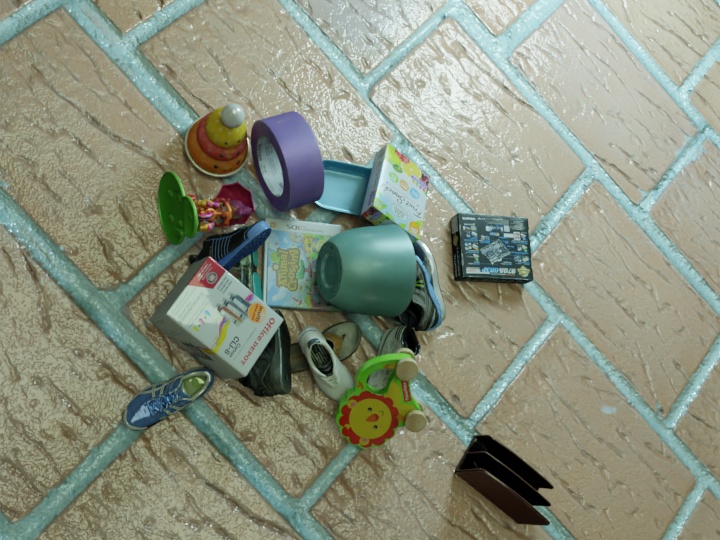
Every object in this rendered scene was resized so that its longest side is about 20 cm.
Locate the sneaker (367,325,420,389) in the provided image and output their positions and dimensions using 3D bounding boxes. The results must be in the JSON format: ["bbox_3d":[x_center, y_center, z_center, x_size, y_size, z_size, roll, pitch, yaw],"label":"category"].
[{"bbox_3d":[0.069,0.210,1.727,0.075,0.115,0.203,21,70,-14],"label":"sneaker"}]

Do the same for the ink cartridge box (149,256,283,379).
[{"bbox_3d":[-0.283,0.098,1.565,0.200,0.144,0.146,41,65,-17],"label":"ink cartridge box"}]

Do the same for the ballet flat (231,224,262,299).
[{"bbox_3d":[-0.248,0.004,1.697,0.073,0.074,0.203,1,74,-20],"label":"ballet flat"}]

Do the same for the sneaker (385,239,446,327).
[{"bbox_3d":[0.104,0.032,1.808,0.145,0.077,0.205,-12,82,-25],"label":"sneaker"}]

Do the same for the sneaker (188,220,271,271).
[{"bbox_3d":[-0.275,-0.052,1.645,0.199,0.070,0.078,-37,77,16],"label":"sneaker"}]

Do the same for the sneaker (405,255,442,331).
[{"bbox_3d":[0.110,0.040,1.730,0.082,0.071,0.202,-20,79,-24],"label":"sneaker"}]

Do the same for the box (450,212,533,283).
[{"bbox_3d":[0.320,-0.053,1.927,0.197,0.046,0.161,2,76,-20],"label":"box"}]

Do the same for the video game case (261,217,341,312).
[{"bbox_3d":[-0.129,-0.012,1.761,0.180,0.022,0.203,5,75,-19],"label":"video game case"}]

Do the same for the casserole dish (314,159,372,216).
[{"bbox_3d":[-0.032,-0.186,1.834,0.197,0.039,0.123,9,74,-17],"label":"casserole dish"}]

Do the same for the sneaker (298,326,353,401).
[{"bbox_3d":[-0.071,0.211,1.664,0.073,0.071,0.201,-32,118,1],"label":"sneaker"}]

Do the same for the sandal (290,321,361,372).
[{"bbox_3d":[-0.082,0.166,1.715,0.198,0.055,0.083,-14,82,-23],"label":"sandal"}]

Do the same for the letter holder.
[{"bbox_3d":[0.333,0.460,1.747,0.199,0.142,0.101,39,67,-7],"label":"letter holder"}]

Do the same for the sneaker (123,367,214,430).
[{"bbox_3d":[-0.379,0.246,1.571,0.199,0.077,0.076,-32,89,-25],"label":"sneaker"}]

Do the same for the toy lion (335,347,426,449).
[{"bbox_3d":[0.037,0.279,1.678,0.189,0.069,0.203,-10,111,-1],"label":"toy lion"}]

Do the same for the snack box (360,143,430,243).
[{"bbox_3d":[0.084,-0.174,1.821,0.141,0.053,0.202,33,49,-24],"label":"snack box"}]

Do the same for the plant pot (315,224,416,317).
[{"bbox_3d":[0.000,0.000,1.695,0.159,0.200,0.203,1,76,-30],"label":"plant pot"}]

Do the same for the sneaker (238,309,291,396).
[{"bbox_3d":[-0.203,0.174,1.654,0.113,0.076,0.201,-13,53,13],"label":"sneaker"}]

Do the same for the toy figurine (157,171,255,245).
[{"bbox_3d":[-0.301,-0.133,1.654,0.182,0.199,0.152,-9,109,-33],"label":"toy figurine"}]

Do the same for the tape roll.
[{"bbox_3d":[-0.159,-0.234,1.710,0.084,0.200,0.202,-21,84,-23],"label":"tape roll"}]

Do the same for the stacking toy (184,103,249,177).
[{"bbox_3d":[-0.289,-0.295,1.676,0.144,0.200,0.148,5,75,-18],"label":"stacking toy"}]
